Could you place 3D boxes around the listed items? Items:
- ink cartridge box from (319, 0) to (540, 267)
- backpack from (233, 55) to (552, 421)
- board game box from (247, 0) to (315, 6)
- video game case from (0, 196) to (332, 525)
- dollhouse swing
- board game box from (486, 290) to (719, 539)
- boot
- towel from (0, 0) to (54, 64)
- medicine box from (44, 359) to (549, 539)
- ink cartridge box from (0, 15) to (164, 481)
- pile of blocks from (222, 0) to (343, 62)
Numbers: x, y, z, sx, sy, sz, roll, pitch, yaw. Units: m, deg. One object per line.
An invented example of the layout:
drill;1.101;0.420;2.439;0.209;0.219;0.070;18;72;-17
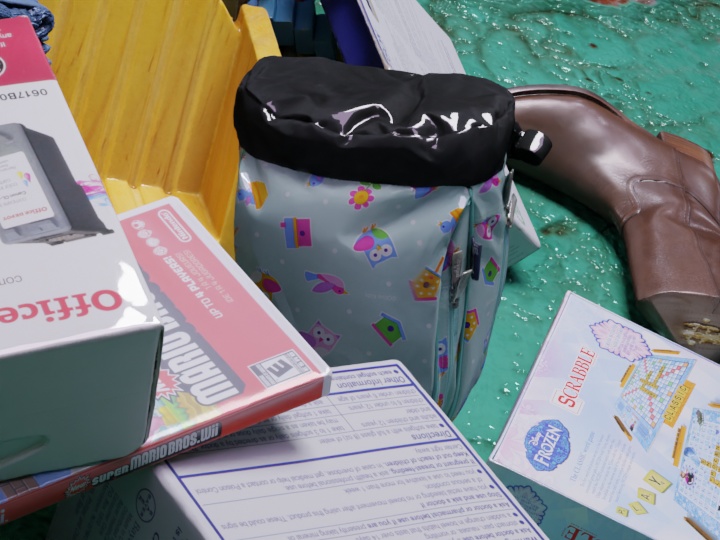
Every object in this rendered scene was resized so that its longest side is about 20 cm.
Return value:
ink cartridge box;0.022;-0.120;1.649;0.200;0.040;0.200;46;17;-46
backpack;0.000;0.000;1.422;0.166;0.201;0.127;11;24;21
board game box;-0.135;-0.217;1.732;0.199;0.037;0.151;20;8;-20
video game case;-0.133;0.040;1.246;0.199;0.018;0.143;-21;49;-28
dollhouse swing;-0.137;-0.066;1.470;0.199;0.183;0.176;11;12;-22
board game box;0.175;0.112;1.513;0.199;0.041;0.200;26;31;4
boot;0.162;-0.026;1.710;0.185;0.064;0.201;12;37;-15
towel;-0.255;-0.159;1.402;0.200;0.049;0.111;35;15;30
medicine box;-0.017;0.147;1.268;0.181;0.103;0.200;-5;41;-38
ink cartridge box;-0.185;-0.008;1.201;0.147;0.086;0.201;-11;49;-22
pile of blocks;-0.070;-0.137;1.669;0.199;0.082;0.062;23;51;-23
